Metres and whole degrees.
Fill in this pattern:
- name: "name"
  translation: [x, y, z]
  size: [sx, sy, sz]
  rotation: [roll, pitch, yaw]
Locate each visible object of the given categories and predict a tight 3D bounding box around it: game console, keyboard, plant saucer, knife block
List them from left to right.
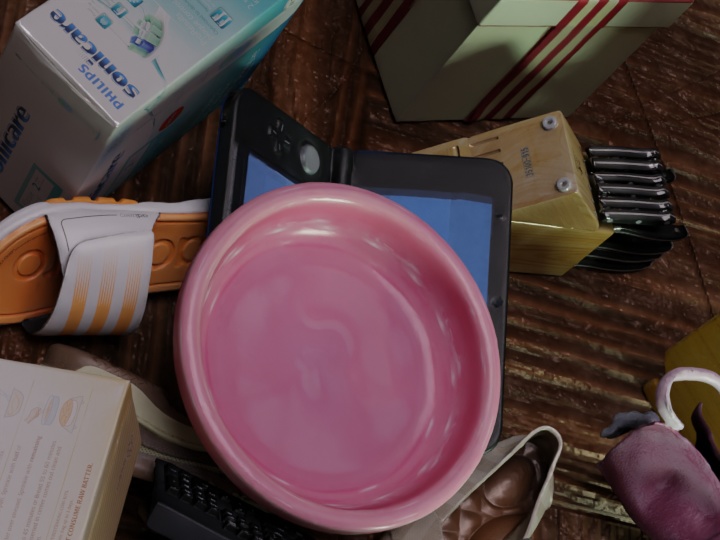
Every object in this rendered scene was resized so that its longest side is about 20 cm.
- name: "keyboard"
  translation: [-0.018, 0.155, 0.908]
  size: [0.200, 0.040, 0.104]
  rotation: [29, 14, -14]
- name: "plant saucer"
  translation: [-0.017, 0.051, 0.963]
  size: [0.200, 0.051, 0.201]
  rotation: [10, 68, -25]
- name: "game console"
  translation: [0.000, 0.000, 1.031]
  size: [0.171, 0.118, 0.200]
  rotation: [33, 54, -51]
- name: "knife block"
  translation: [0.120, -0.035, 1.183]
  size: [0.200, 0.176, 0.064]
  rotation: [-16, 63, 14]

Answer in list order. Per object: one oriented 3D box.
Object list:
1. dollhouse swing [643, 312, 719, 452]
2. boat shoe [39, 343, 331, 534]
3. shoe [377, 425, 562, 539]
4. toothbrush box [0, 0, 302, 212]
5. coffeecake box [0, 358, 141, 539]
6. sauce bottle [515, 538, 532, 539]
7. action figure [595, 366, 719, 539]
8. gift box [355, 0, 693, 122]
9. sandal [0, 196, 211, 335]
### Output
- name: "dollhouse swing"
  translation: [0.341, 0.083, 1.138]
  size: [0.176, 0.200, 0.182]
  rotation: [-19, 74, -33]
- name: "boat shoe"
  translation: [-0.102, 0.116, 0.977]
  size: [0.202, 0.075, 0.075]
  rotation: [27, 80, -16]
- name: "shoe"
  translation: [0.061, 0.163, 1.037]
  size: [0.070, 0.053, 0.200]
  rotation: [46, 52, 0]
- name: "toothbrush box"
  translation: [-0.133, -0.129, 1.036]
  size: [0.085, 0.146, 0.200]
  rotation: [46, 52, 2]
- name: "coffeecake box"
  translation: [-0.227, 0.119, 0.851]
  size: [0.200, 0.073, 0.154]
  rotation: [10, 57, 4]
- name: "sauce bottle"
  translation: [0.112, 0.256, 0.981]
  size: [0.066, 0.066, 0.200]
  rotation: [-16, 89, -34]
- name: "action figure"
  translation: [0.235, 0.177, 1.074]
  size: [0.134, 0.149, 0.200]
  rotation: [-3, 52, -36]
- name: "gift box"
  translation: [0.097, -0.230, 1.189]
  size: [0.184, 0.187, 0.200]
  rotation: [-10, 70, -32]
- name: "sandal"
  translation: [-0.130, -0.001, 1.002]
  size: [0.206, 0.079, 0.059]
  rotation: [-10, 39, -33]
